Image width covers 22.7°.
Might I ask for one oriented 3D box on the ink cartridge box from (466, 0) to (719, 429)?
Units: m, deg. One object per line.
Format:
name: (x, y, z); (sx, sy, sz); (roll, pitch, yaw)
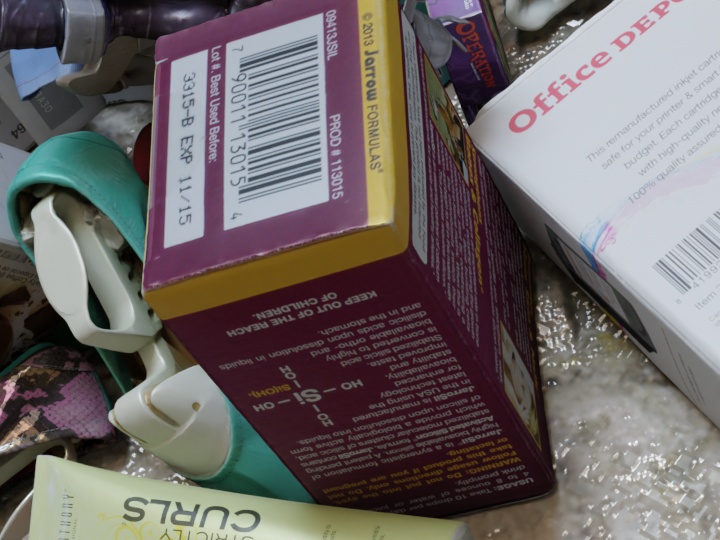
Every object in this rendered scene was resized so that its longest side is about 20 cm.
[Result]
ink cartridge box: (0.162, -0.031, 0.752); (0.147, 0.086, 0.200); (-38, 46, -3)

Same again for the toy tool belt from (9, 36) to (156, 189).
toy tool belt: (-0.125, -0.128, 0.827); (0.124, 0.122, 0.202); (-19, 75, 44)

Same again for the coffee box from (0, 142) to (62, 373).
coffee box: (-0.232, 0.028, 0.842); (0.200, 0.113, 0.080); (-42, 63, 17)

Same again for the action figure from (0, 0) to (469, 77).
action figure: (-0.048, -0.116, 0.741); (0.198, 0.131, 0.070); (12, 31, -12)

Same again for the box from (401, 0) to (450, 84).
box: (-0.037, -0.157, 0.950); (0.049, 0.082, 0.200); (-42, 49, -10)

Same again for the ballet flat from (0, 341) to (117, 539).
ballet flat: (-0.200, 0.115, 0.845); (0.199, 0.069, 0.071); (-36, 67, -3)

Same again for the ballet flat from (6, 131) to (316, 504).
ballet flat: (-0.094, 0.033, 0.779); (0.067, 0.201, 0.070); (-35, -4, 37)

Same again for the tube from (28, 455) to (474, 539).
tube: (-0.052, 0.124, 0.749); (0.198, 0.052, 0.058); (3, 40, 20)

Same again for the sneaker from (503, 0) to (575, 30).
sneaker: (0.141, -0.179, 0.851); (0.200, 0.076, 0.081); (-29, 35, 53)

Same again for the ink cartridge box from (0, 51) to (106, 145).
ink cartridge box: (-0.224, -0.171, 0.938); (0.050, 0.161, 0.200); (-37, 47, -5)

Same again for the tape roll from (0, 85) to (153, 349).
tape roll: (-0.152, -0.051, 0.951); (0.199, 0.048, 0.202); (-14, 51, 17)

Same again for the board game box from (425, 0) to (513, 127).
board game box: (0.044, -0.147, 0.877); (0.032, 0.120, 0.201); (-20, 50, 11)

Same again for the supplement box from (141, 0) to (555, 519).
supplement box: (0.000, 0.000, 0.732); (0.102, 0.200, 0.132); (-15, 50, 16)
